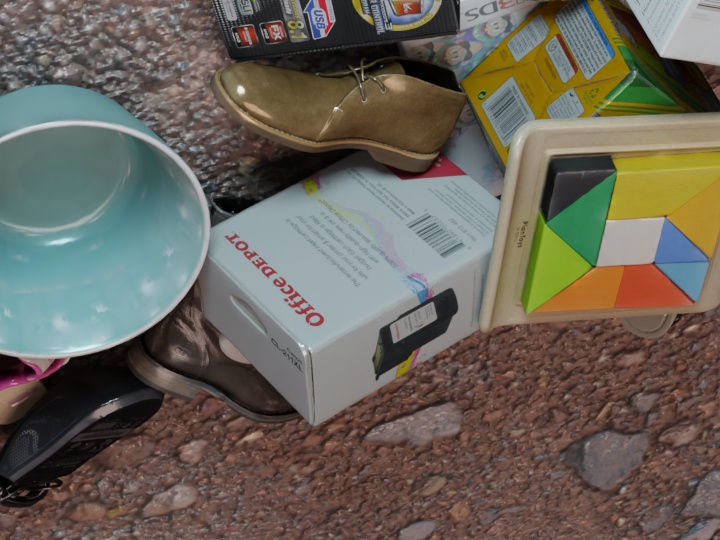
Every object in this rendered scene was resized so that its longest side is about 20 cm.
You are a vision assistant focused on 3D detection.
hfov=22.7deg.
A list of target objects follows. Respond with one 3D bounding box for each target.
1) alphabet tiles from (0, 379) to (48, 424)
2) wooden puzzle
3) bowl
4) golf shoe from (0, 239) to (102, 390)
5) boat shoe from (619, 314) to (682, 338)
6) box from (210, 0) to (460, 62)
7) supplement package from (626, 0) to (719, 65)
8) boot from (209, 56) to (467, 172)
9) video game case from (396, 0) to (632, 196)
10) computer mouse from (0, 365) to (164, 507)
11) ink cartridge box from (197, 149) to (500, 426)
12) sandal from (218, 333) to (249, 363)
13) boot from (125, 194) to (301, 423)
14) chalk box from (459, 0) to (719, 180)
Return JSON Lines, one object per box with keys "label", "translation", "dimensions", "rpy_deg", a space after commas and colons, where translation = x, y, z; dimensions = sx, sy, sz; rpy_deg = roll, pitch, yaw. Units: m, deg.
{"label": "alphabet tiles", "translation": [-0.322, 0.063, 1.361], "dimensions": [0.195, 0.015, 0.200], "rpy_deg": [-30, 136, 0]}
{"label": "wooden puzzle", "translation": [0.187, -0.030, 1.245], "dimensions": [0.199, 0.037, 0.186], "rpy_deg": [-7, 134, -14]}
{"label": "bowl", "translation": [-0.210, -0.048, 1.231], "dimensions": [0.200, 0.105, 0.202], "rpy_deg": [-9, 131, -11]}
{"label": "golf shoe", "translation": [-0.221, 0.036, 1.315], "dimensions": [0.199, 0.092, 0.075], "rpy_deg": [-30, 135, -8]}
{"label": "boat shoe", "translation": [0.259, -0.041, 1.458], "dimensions": [0.060, 0.074, 0.201], "rpy_deg": [-34, 137, -52]}
{"label": "box", "translation": [-0.029, -0.229, 1.141], "dimensions": [0.159, 0.044, 0.201], "rpy_deg": [-5, 138, 10]}
{"label": "supplement package", "translation": [0.222, -0.234, 1.152], "dimensions": [0.109, 0.200, 0.114], "rpy_deg": [5, 131, -25]}
{"label": "boot", "translation": [-0.012, -0.125, 1.239], "dimensions": [0.199, 0.074, 0.076], "rpy_deg": [7, 136, -38]}
{"label": "video game case", "translation": [0.127, -0.144, 1.332], "dimensions": [0.181, 0.024, 0.200], "rpy_deg": [-20, 137, -2]}
{"label": "computer mouse", "translation": [-0.244, 0.127, 1.422], "dimensions": [0.200, 0.053, 0.138], "rpy_deg": [-34, 162, 20]}
{"label": "ink cartridge box", "translation": [0.000, 0.000, 1.290], "dimensions": [0.199, 0.146, 0.083], "rpy_deg": [-29, 141, -25]}
{"label": "sandal", "translation": [-0.013, 0.031, 1.372], "dimensions": [0.202, 0.050, 0.083], "rpy_deg": [-9, 154, -14]}
{"label": "boot", "translation": [-0.073, 0.027, 1.396], "dimensions": [0.199, 0.069, 0.175], "rpy_deg": [14, 119, -40]}
{"label": "chalk box", "translation": [0.193, -0.097, 1.298], "dimensions": [0.124, 0.125, 0.200], "rpy_deg": [-43, 133, 22]}
